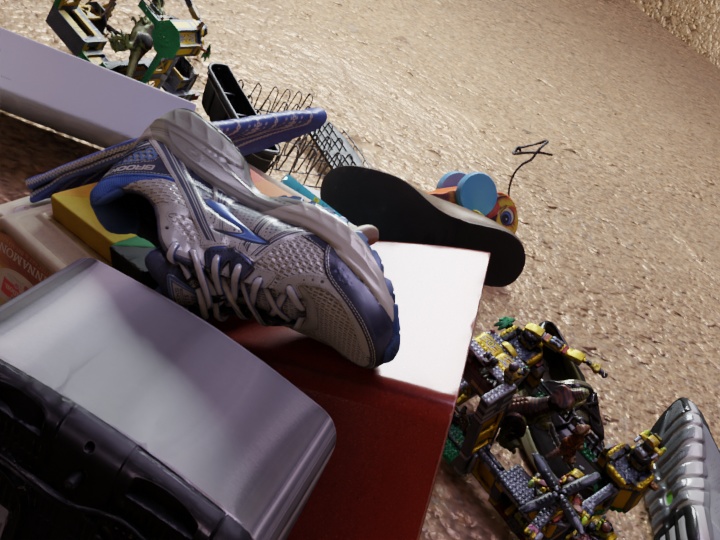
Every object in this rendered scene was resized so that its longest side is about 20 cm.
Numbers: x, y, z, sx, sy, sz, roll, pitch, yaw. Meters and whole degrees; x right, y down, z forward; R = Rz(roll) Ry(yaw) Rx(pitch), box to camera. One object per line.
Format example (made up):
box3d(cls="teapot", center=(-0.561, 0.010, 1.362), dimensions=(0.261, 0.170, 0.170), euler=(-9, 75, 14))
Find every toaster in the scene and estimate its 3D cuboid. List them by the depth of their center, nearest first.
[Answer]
box3d(cls="toaster", center=(-0.126, 0.110, 0.516), dimensions=(0.179, 0.202, 0.119), euler=(30, 32, 7))

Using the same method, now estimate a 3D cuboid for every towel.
box3d(cls="towel", center=(-0.130, -0.086, 0.775), dimensions=(0.199, 0.143, 0.024), euler=(-21, 96, -54))

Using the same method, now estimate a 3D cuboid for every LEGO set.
box3d(cls="LEGO set", center=(0.139, 0.109, 0.791), dimensions=(0.151, 0.117, 0.201), euler=(-17, 55, -24))
box3d(cls="LEGO set", center=(-0.225, -0.254, 1.088), dimensions=(0.199, 0.155, 0.115), euler=(41, 30, 16))

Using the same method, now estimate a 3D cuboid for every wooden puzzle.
box3d(cls="wooden puzzle", center=(-0.115, -0.032, 0.671), dimensions=(0.183, 0.038, 0.199), euler=(-21, 31, -34))

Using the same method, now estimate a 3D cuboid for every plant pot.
box3d(cls="plant pot", center=(-0.033, 0.092, 0.659), dimensions=(0.173, 0.203, 0.200), euler=(15, 27, 6))

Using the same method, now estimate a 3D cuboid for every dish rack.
box3d(cls="dish rack", center=(-0.071, -0.147, 1.138), dimensions=(0.197, 0.055, 0.155), euler=(5, 42, -39))

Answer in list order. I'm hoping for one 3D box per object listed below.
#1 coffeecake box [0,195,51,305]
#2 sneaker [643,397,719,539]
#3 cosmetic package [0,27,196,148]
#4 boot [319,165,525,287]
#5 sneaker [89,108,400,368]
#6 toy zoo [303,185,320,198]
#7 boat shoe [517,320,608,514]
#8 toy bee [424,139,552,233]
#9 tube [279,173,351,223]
box3d(cls="coffeecake box", center=(-0.166, -0.002, 0.798), dimensions=(0.152, 0.074, 0.199), euler=(35, 29, 13))
box3d(cls="sneaker", center=(0.307, 0.207, 0.899), dimensions=(0.114, 0.075, 0.201), euler=(29, 38, -8))
box3d(cls="cosmetic package", center=(-0.252, -0.150, 0.917), dimensions=(0.197, 0.053, 0.150), euler=(20, -7, -16))
box3d(cls="boot", center=(0.056, -0.043, 0.965), dimensions=(0.197, 0.075, 0.076), euler=(23, 17, 1))
box3d(cls="sneaker", center=(-0.066, -0.001, 0.551), dimensions=(0.199, 0.078, 0.085), euler=(35, 55, 25))
box3d(cls="toy zoo", center=(-0.006, -0.005, 0.944), dimensions=(0.130, 0.021, 0.202), euler=(25, 35, -20))
box3d(cls="boat shoe", center=(0.176, 0.121, 0.915), dimensions=(0.072, 0.065, 0.201), euler=(15, 32, -27))
box3d(cls="toy bee", center=(0.129, -0.056, 1.124), dimensions=(0.196, 0.111, 0.131), euler=(-17, 12, 2))
box3d(cls="tube", center=(0.000, 0.000, 0.884), dimensions=(0.199, 0.050, 0.078), euler=(38, 59, -6))
